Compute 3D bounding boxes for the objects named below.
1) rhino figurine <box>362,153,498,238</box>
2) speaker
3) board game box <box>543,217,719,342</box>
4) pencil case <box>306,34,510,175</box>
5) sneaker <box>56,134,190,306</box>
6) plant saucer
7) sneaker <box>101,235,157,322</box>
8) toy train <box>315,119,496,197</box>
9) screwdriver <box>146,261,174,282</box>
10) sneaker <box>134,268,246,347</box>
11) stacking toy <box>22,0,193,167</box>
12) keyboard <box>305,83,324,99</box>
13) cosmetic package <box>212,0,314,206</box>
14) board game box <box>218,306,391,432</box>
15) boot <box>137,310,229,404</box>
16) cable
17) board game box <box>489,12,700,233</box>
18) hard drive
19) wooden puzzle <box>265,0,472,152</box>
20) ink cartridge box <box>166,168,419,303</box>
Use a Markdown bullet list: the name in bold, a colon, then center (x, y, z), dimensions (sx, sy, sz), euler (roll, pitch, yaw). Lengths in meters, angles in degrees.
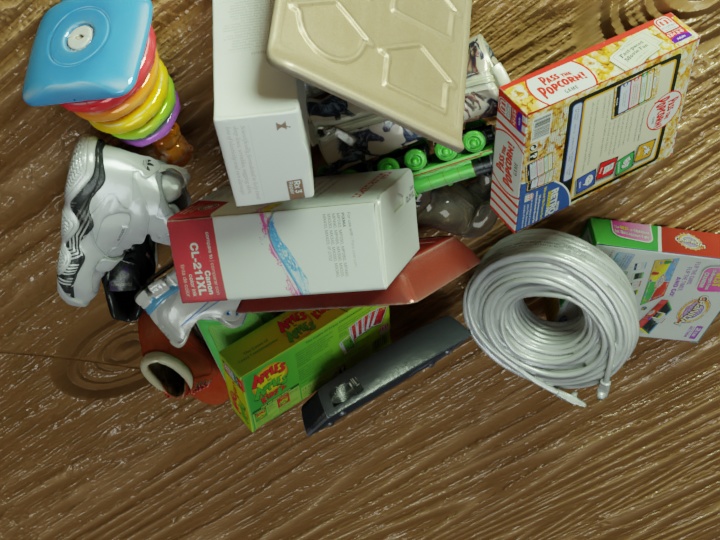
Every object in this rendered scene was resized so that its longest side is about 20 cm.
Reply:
- **rhino figurine**: center (0.058, -0.081, 1.197), dimensions (0.198, 0.060, 0.088), euler (10, 133, -10)
- **speaker**: center (-0.135, 0.070, 1.329), dimensions (0.087, 0.089, 0.201), euler (-11, 139, 6)
- **board game box**: center (0.333, 0.015, 1.352), dimensions (0.198, 0.041, 0.154), euler (7, 138, -14)
- **pencil case**: center (0.046, -0.155, 1.088), dimensions (0.198, 0.090, 0.078), euler (-18, 109, 14)
- **sneaker**: center (-0.227, -0.034, 1.114), dimensions (0.113, 0.076, 0.201), euler (10, 131, -8)
- **plant saucer**: center (0.000, 0.000, 1.190), dimensions (0.198, 0.199, 0.037), euler (-5, 100, 26)
- **sneaker**: center (-0.239, -0.028, 1.202), dimensions (0.075, 0.088, 0.201), euler (-1, 138, -5)
- **toy train**: center (0.044, -0.096, 1.135), dimensions (0.198, 0.042, 0.057), euler (-15, 119, 19)
- **screwdriver**: center (-0.141, -0.046, 1.204), dimensions (0.199, 0.029, 0.028), euler (-31, 129, 8)
- **sneaker**: center (-0.131, 0.010, 1.211), dimensions (0.199, 0.087, 0.075), euler (-32, -177, -13)
- **stacking toy**: center (-0.206, -0.155, 1.065), dimensions (0.115, 0.111, 0.200), euler (-3, 153, 20)
- **keyboard**: center (-0.024, -0.197, 1.092), dimensions (0.198, 0.011, 0.056), euler (-19, 137, 14)
- **cosmetic package**: center (-0.084, -0.162, 0.980), dimensions (0.073, 0.202, 0.102), euler (-7, 139, 2)
- **board game box**: center (-0.058, 0.086, 1.307), dimensions (0.199, 0.048, 0.102), euler (-31, 142, -21)
- **boot**: center (-0.205, 0.120, 1.363), dimensions (0.074, 0.108, 0.201), euler (-18, 139, 12)
- **cable**: center (0.215, 0.045, 1.304), dimensions (0.198, 0.069, 0.201), euler (25, 136, 5)
- **board game box**: center (0.219, -0.138, 1.098), dimensions (0.198, 0.046, 0.152), euler (-25, 142, -19)
- **hard drive**: center (0.025, 0.121, 1.350), dimensions (0.199, 0.043, 0.135), euler (-28, 171, -21)
- **wooden puzzle**: center (0.007, -0.203, 0.949), dimensions (0.184, 0.202, 0.046), euler (21, 146, -28)
- **ink cartridge box**: center (-0.056, -0.033, 1.075), dimensions (0.198, 0.146, 0.084), euler (-4, 104, 17)
